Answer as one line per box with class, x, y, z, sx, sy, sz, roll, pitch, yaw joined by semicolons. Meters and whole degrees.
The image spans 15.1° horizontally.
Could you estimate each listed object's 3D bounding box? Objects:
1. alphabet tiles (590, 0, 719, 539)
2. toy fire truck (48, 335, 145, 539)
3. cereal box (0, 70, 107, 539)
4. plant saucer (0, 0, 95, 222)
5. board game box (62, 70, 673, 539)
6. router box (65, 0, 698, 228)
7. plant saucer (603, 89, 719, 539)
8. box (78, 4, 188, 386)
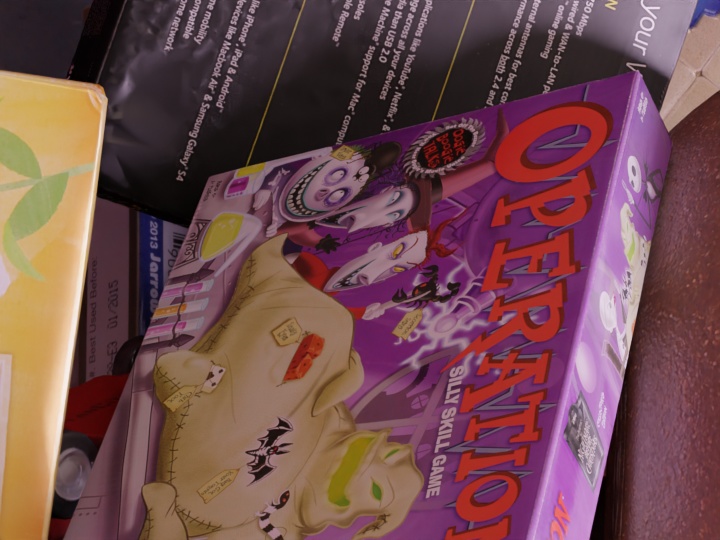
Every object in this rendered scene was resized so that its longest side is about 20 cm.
alphabet tiles;0.088;-0.018;0.767;0.166;0.006;0.200;37;88;-7
toy fire truck;-0.025;0.083;0.703;0.199;0.049;0.142;-25;109;-44
cereal box;-0.161;0.017;0.574;0.199;0.040;0.145;9;93;-10
plant saucer;-0.127;-0.093;0.786;0.200;0.039;0.202;22;50;-29
board game box;-0.004;0.039;0.582;0.201;0.119;0.032;-72;145;-46
router box;0.017;-0.095;0.715;0.148;0.051;0.201;20;89;-16
plant saucer;0.080;0.049;0.667;0.036;0.201;0.201;2;52;4
box;0.000;0.000;0.803;0.199;0.032;0.122;13;70;-43
